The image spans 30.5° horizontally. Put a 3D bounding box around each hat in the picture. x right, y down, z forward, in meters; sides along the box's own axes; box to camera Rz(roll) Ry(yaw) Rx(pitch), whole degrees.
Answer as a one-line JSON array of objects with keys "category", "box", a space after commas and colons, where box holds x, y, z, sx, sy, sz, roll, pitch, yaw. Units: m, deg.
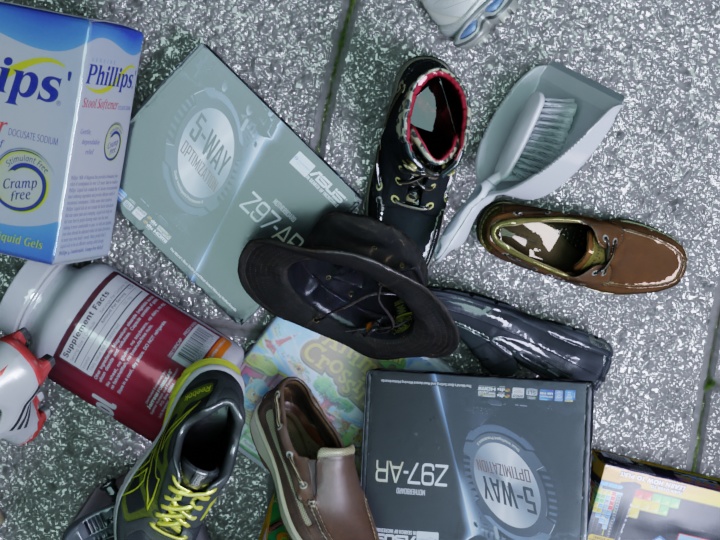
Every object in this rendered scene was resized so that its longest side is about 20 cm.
[{"category": "hat", "box": [0.000, 0.000, 1.131, 0.200, 0.201, 0.081, 24, 66, -6]}]

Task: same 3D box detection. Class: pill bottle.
[{"category": "pill bottle", "box": [-0.211, 0.066, 1.156, 0.199, 0.113, 0.113, 31, 96, 2]}]

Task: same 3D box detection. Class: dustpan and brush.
[{"category": "dustpan and brush", "box": [0.129, -0.088, 1.145, 0.057, 0.140, 0.201, 21, 102, -29]}]

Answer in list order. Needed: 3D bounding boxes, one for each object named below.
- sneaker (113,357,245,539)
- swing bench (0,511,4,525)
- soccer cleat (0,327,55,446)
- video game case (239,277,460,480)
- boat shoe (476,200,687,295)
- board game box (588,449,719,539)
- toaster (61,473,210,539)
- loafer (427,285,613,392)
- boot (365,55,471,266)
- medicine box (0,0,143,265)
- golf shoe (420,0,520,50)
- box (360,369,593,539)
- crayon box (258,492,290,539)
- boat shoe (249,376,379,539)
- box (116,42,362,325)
[{"category": "sneaker", "box": [-0.148, 0.169, 1.063, 0.074, 0.085, 0.201, 17, 97, -16]}, {"category": "swing bench", "box": [-0.395, 0.157, 1.122, 0.129, 0.199, 0.201, -3, 99, -3]}, {"category": "soccer cleat", "box": [-0.312, 0.115, 1.127, 0.069, 0.200, 0.085, 46, 61, 5]}, {"category": "video game case", "box": [-0.018, 0.125, 1.225, 0.200, 0.022, 0.182, 37, 95, -7]}, {"category": "boat shoe", "box": [0.204, -0.014, 1.192, 0.199, 0.068, 0.072, 8, 98, -4]}, {"category": "board game box", "box": [0.296, 0.274, 1.246, 0.199, 0.057, 0.166, 13, 96, -5]}, {"category": "toaster", "box": [-0.192, 0.261, 1.182, 0.113, 0.129, 0.201, -23, 99, 0]}, {"category": "loafer", "box": [0.132, 0.067, 1.200, 0.200, 0.068, 0.071, 20, 89, -9]}, {"category": "boot", "box": [0.048, -0.082, 1.130, 0.073, 0.154, 0.205, 7, 99, -4]}, {"category": "medicine box", "box": [-0.298, -0.123, 1.109, 0.181, 0.103, 0.201, 12, 99, 14]}, {"category": "golf shoe", "box": [0.133, -0.288, 1.147, 0.200, 0.078, 0.097, -44, 92, 3]}, {"category": "box", "box": [0.102, 0.172, 1.161, 0.199, 0.044, 0.161, 3, 88, 13]}, {"category": "crayon box", "box": [-0.083, 0.318, 1.192, 0.058, 0.119, 0.201, 16, 104, -4]}, {"category": "boat shoe", "box": [-0.034, 0.178, 1.128, 0.074, 0.203, 0.075, -7, 140, -40]}, {"category": "box", "box": [-0.122, -0.076, 1.179, 0.160, 0.044, 0.200, -45, 98, 5]}]
